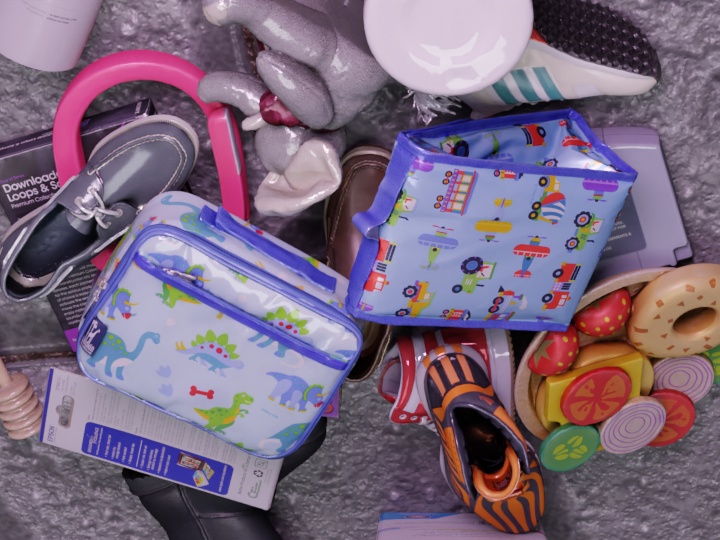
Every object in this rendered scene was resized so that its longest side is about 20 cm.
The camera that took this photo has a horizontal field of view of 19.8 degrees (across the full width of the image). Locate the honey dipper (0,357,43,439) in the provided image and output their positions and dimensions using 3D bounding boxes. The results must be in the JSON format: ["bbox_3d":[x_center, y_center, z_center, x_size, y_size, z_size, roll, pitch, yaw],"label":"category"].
[{"bbox_3d":[-0.319,0.053,1.722,0.038,0.038,0.200,-17,117,13],"label":"honey dipper"}]

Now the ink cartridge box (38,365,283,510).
[{"bbox_3d":[-0.158,0.128,1.673,0.200,0.037,0.095,15,133,-1],"label":"ink cartridge box"}]

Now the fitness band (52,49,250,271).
[{"bbox_3d":[-0.162,-0.076,1.597,0.144,0.037,0.200,-4,120,7],"label":"fitness band"}]

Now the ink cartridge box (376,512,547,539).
[{"bbox_3d":[0.085,0.259,1.731,0.144,0.200,0.085,1,91,2],"label":"ink cartridge box"}]

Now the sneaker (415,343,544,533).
[{"bbox_3d":[0.103,0.161,1.636,0.078,0.112,0.200,-28,125,4],"label":"sneaker"}]

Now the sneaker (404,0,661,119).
[{"bbox_3d":[0.124,-0.156,1.562,0.200,0.070,0.093,10,138,-6],"label":"sneaker"}]

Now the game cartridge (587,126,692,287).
[{"bbox_3d":[0.153,-0.042,1.643,0.200,0.042,0.133,-14,117,11],"label":"game cartridge"}]

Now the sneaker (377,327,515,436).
[{"bbox_3d":[0.071,0.125,1.716,0.112,0.071,0.200,-9,125,-6],"label":"sneaker"}]

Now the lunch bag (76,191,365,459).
[{"bbox_3d":[-0.104,0.041,1.562,0.200,0.082,0.161,29,119,-13],"label":"lunch bag"}]

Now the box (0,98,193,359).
[{"bbox_3d":[-0.199,-0.031,1.664,0.143,0.036,0.200,-15,122,10],"label":"box"}]

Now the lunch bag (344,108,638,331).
[{"bbox_3d":[0.081,-0.032,1.526,0.200,0.094,0.151,-4,129,-35],"label":"lunch bag"}]

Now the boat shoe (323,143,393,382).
[{"bbox_3d":[0.006,0.000,1.651,0.075,0.075,0.202,2,122,1],"label":"boat shoe"}]

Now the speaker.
[{"bbox_3d":[-0.209,-0.245,1.501,0.081,0.081,0.200,21,121,-11],"label":"speaker"}]

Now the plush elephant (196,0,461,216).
[{"bbox_3d":[-0.045,-0.137,1.514,0.200,0.165,0.155,36,125,-11],"label":"plush elephant"}]

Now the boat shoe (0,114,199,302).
[{"bbox_3d":[-0.200,-0.042,1.563,0.200,0.062,0.073,-35,113,23],"label":"boat shoe"}]

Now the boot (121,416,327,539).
[{"bbox_3d":[-0.087,0.206,1.783,0.200,0.076,0.168,-20,117,20],"label":"boot"}]

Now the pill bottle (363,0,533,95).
[{"bbox_3d":[0.061,-0.215,1.439,0.114,0.200,0.114,1,123,2],"label":"pill bottle"}]

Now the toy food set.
[{"bbox_3d":[0.219,0.078,1.674,0.200,0.049,0.198,-16,135,-14],"label":"toy food set"}]

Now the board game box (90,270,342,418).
[{"bbox_3d":[-0.113,0.060,1.649,0.200,0.032,0.120,6,130,3],"label":"board game box"}]
